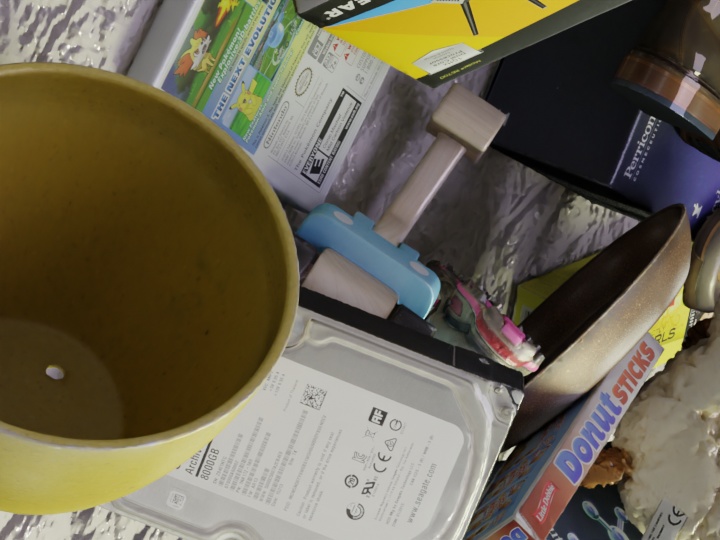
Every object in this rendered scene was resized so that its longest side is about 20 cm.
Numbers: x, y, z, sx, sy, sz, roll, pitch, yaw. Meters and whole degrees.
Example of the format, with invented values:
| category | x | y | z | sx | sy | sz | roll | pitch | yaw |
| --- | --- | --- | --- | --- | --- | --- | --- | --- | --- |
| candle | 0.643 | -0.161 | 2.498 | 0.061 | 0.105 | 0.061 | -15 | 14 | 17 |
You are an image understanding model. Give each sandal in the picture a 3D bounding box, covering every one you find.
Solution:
| category | x | y | z | sx | sy | sz | roll | pitch | yaw |
| --- | --- | --- | --- | --- | --- | --- | --- | --- | --- |
| sandal | 0.269 | -0.032 | 1.718 | 0.200 | 0.054 | 0.081 | -40 | 139 | -36 |

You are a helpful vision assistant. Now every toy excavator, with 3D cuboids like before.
| category | x | y | z | sx | sy | sz | roll | pitch | yaw |
| --- | --- | --- | --- | --- | --- | --- | --- | --- | --- |
| toy excavator | 0.000 | 0.000 | 1.496 | 0.195 | 0.100 | 0.200 | -57 | -179 | 18 |

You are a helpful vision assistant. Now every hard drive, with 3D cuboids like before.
| category | x | y | z | sx | sy | sz | roll | pitch | yaw |
| --- | --- | --- | --- | --- | --- | --- | --- | --- | --- |
| hard drive | -0.034 | 0.081 | 1.395 | 0.038 | 0.199 | 0.140 | -79 | -169 | -74 |

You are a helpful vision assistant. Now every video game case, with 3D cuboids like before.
| category | x | y | z | sx | sy | sz | roll | pitch | yaw |
| --- | --- | --- | --- | --- | --- | --- | --- | --- | --- |
| video game case | -0.027 | -0.148 | 1.435 | 0.182 | 0.022 | 0.201 | 35 | 80 | -58 |

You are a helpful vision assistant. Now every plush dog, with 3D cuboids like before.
| category | x | y | z | sx | sy | sz | roll | pitch | yaw |
| --- | --- | --- | --- | --- | --- | --- | --- | --- | --- |
| plush dog | 0.209 | 0.111 | 1.635 | 0.172 | 0.160 | 0.201 | 15 | 64 | -71 |

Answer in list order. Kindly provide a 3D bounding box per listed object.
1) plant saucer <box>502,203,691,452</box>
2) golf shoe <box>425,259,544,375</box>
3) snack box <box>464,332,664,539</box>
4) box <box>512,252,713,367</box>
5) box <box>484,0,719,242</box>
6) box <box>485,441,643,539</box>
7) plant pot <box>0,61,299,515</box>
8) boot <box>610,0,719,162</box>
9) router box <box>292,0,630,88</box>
| category | x | y | z | sx | sy | sz | roll | pitch | yaw |
| --- | --- | --- | --- | --- | --- | --- | --- | --- | --- |
| plant saucer | 0.118 | 0.041 | 1.582 | 0.200 | 0.032 | 0.200 | -42 | -175 | 4 |
| golf shoe | 0.040 | 0.048 | 1.556 | 0.092 | 0.073 | 0.200 | -45 | -175 | 0 |
| snack box | 0.104 | 0.101 | 1.516 | 0.072 | 0.024 | 0.200 | -38 | -173 | 38 |
| box | 0.169 | 0.027 | 1.803 | 0.200 | 0.050 | 0.076 | -18 | 124 | -50 |
| box | 0.174 | -0.109 | 1.680 | 0.200 | 0.104 | 0.149 | 20 | 92 | -58 |
| box | 0.107 | 0.195 | 1.603 | 0.107 | 0.149 | 0.200 | -45 | 159 | 26 |
| plant pot | -0.140 | 0.030 | 1.243 | 0.200 | 0.200 | 0.142 | -40 | 165 | -37 |
| boot | 0.221 | -0.110 | 1.580 | 0.200 | 0.075 | 0.097 | 27 | 89 | -56 |
| router box | 0.082 | -0.166 | 1.395 | 0.149 | 0.199 | 0.051 | 20 | 52 | -58 |
